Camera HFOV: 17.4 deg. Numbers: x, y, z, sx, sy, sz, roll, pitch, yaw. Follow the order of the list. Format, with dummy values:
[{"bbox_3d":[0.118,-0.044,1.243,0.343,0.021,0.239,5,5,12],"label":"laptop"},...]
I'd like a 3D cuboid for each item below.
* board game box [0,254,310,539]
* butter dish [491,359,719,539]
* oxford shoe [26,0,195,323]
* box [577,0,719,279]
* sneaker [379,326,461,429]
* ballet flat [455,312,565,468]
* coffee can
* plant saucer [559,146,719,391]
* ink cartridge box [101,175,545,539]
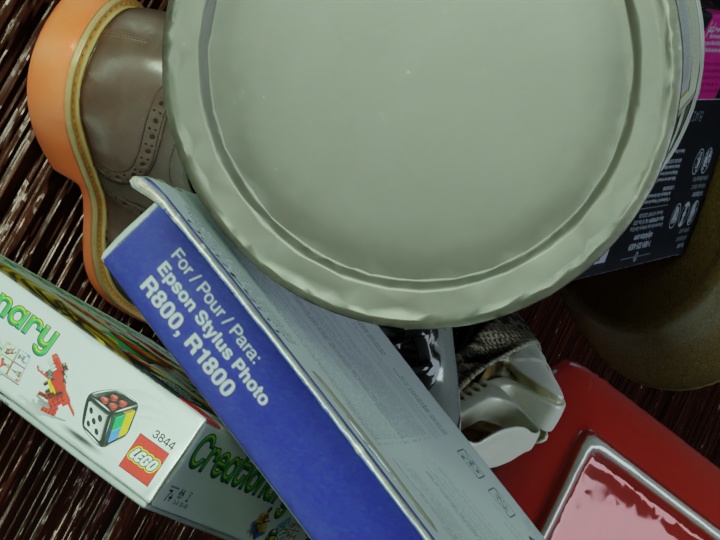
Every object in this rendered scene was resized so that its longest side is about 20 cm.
[{"bbox_3d":[-0.072,0.047,0.789,0.035,0.126,0.200,-55,158,-2],"label":"board game box"},{"bbox_3d":[0.108,0.179,1.344,0.200,0.148,0.200,36,70,-25],"label":"butter dish"},{"bbox_3d":[-0.057,-0.022,0.836,0.071,0.072,0.200,-63,158,-18],"label":"oxford shoe"},{"bbox_3d":[0.092,-0.077,1.093,0.200,0.114,0.133,-10,120,-65],"label":"box"},{"bbox_3d":[0.000,0.000,0.898,0.079,0.073,0.201,104,-19,-71],"label":"sneaker"},{"bbox_3d":[0.061,0.071,1.206,0.200,0.075,0.068,-26,132,-61],"label":"ballet flat"},{"bbox_3d":[0.033,-0.069,0.740,0.200,0.146,0.147,-33,141,-77],"label":"coffee can"},{"bbox_3d":[0.157,-0.039,1.216,0.035,0.200,0.201,7,105,-39],"label":"plant saucer"},{"bbox_3d":[0.003,0.064,0.715,0.041,0.200,0.200,-39,170,6],"label":"ink cartridge box"}]
